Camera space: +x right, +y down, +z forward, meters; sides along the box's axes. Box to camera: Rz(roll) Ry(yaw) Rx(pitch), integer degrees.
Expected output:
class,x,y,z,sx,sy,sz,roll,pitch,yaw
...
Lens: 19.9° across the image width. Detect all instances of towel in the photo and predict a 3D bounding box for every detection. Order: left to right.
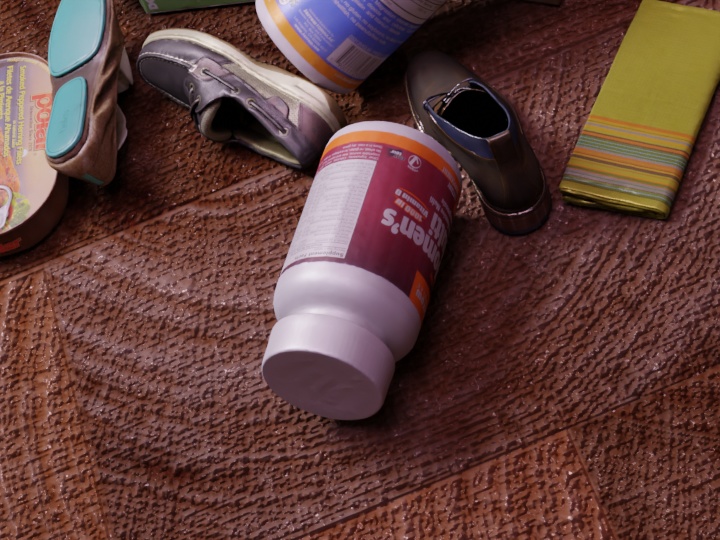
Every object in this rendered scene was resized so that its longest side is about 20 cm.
class,x,y,z,sx,sy,sz,roll,pitch,yaw
towel,0.224,-0.125,1.567,0.085,0.018,0.201,14,59,20

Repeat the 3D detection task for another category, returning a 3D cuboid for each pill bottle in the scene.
class,x,y,z,sx,sy,sz,roll,pitch,yaw
pill bottle,0.000,0.000,1.483,0.109,0.110,0.201,4,56,21
pill bottle,0.021,-0.243,1.611,0.200,0.112,0.113,-43,47,21

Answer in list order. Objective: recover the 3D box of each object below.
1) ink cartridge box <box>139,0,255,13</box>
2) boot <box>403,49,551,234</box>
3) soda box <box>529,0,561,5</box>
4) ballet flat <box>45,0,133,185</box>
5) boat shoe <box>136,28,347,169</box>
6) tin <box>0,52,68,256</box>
class,x,y,z,sx,sy,sz,roll,pitch,yaw
ink cartridge box,-0.145,-0.283,1.778,0.198,0.059,0.105,-5,52,15
boot,0.082,-0.127,1.560,0.074,0.097,0.200,-29,51,-5
soda box,0.079,-0.276,1.693,0.198,0.068,0.064,11,59,26
ballet flat,-0.219,-0.150,1.694,0.067,0.072,0.201,-24,48,23
boat shoe,-0.107,-0.136,1.647,0.200,0.072,0.066,23,58,26
tin,-0.296,-0.096,1.702,0.111,0.042,0.201,-15,51,12
